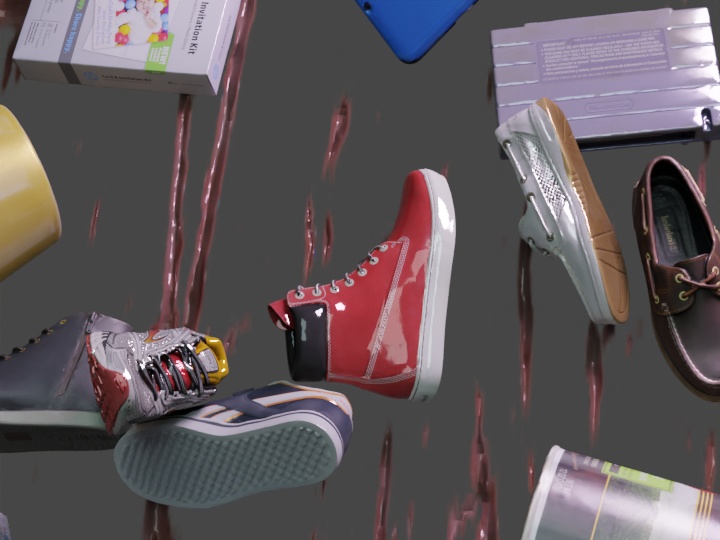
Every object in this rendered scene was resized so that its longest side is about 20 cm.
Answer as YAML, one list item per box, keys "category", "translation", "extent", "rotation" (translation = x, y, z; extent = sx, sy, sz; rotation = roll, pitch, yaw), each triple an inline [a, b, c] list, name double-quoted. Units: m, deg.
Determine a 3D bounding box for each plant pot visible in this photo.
- category: "plant pot"
  translation: [-0.368, -0.048, 1.106]
  extent: [0.187, 0.202, 0.201]
  rotation: [-27, 63, -23]

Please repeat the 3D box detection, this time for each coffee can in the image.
- category: "coffee can"
  translation: [0.212, 0.221, 0.907]
  extent: [0.198, 0.147, 0.148]
  rotation: [14, 67, 15]

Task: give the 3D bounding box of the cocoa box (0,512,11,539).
- category: "cocoa box"
  translation: [-0.371, 0.264, 0.981]
  extent: [0.198, 0.134, 0.132]
  rotation: [-20, 64, -1]

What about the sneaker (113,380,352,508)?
- category: "sneaker"
  translation: [-0.097, 0.138, 1.036]
  extent: [0.197, 0.079, 0.079]
  rotation: [-7, 18, 21]

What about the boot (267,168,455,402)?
- category: "boot"
  translation: [0.000, 0.000, 1.065]
  extent: [0.142, 0.073, 0.203]
  rotation: [10, 67, -8]

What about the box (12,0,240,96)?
- category: "box"
  translation: [-0.220, -0.251, 1.255]
  extent: [0.197, 0.041, 0.158]
  rotation: [7, 66, 11]

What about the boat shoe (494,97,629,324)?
- category: "boat shoe"
  translation: [0.166, -0.041, 1.087]
  extent: [0.069, 0.071, 0.202]
  rotation: [-25, 71, 24]

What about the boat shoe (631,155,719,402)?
- category: "boat shoe"
  translation: [0.263, 0.004, 1.046]
  extent: [0.069, 0.070, 0.202]
  rotation: [-15, 65, 0]

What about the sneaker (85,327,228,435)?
- category: "sneaker"
  translation: [-0.155, 0.074, 1.002]
  extent: [0.081, 0.200, 0.079]
  rotation: [-15, 91, 8]

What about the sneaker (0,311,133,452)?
- category: "sneaker"
  translation: [-0.288, 0.091, 1.092]
  extent: [0.197, 0.075, 0.107]
  rotation: [4, 60, 0]

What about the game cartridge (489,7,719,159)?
- category: "game cartridge"
  translation: [0.217, -0.167, 1.154]
  extent: [0.197, 0.039, 0.131]
  rotation: [-5, 60, 7]

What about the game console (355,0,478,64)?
- category: "game console"
  translation: [0.079, -0.314, 1.252]
  extent: [0.169, 0.119, 0.201]
  rotation: [-15, 59, -34]
